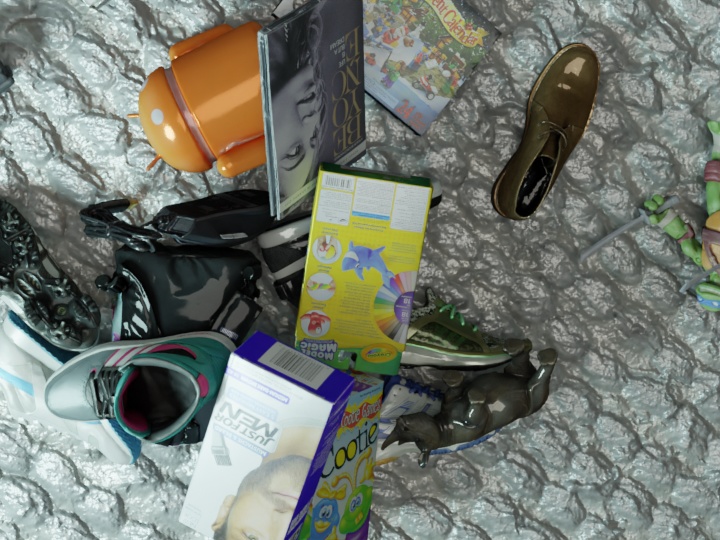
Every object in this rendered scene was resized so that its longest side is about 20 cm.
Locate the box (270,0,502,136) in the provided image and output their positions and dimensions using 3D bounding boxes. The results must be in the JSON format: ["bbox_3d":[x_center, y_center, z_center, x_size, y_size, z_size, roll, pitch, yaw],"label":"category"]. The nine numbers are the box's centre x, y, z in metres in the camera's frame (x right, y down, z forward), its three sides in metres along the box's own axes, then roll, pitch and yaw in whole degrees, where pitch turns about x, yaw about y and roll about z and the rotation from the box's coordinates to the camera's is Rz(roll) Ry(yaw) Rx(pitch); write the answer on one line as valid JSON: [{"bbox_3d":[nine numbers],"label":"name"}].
[{"bbox_3d":[0.027,-0.254,1.315,0.200,0.038,0.137,38,93,-11],"label":"box"}]

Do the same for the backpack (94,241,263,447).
[{"bbox_3d":[-0.176,0.076,1.298,0.166,0.127,0.201,4,100,4],"label":"backpack"}]

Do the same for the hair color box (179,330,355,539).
[{"bbox_3d":[-0.090,0.172,1.209,0.109,0.065,0.201,25,117,12],"label":"hair color box"}]

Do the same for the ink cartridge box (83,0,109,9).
[{"bbox_3d":[-0.266,-0.375,1.235,0.147,0.083,0.200,-37,101,0],"label":"ink cartridge box"}]

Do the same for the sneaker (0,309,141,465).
[{"bbox_3d":[-0.310,0.133,1.321,0.200,0.077,0.081,45,100,-5],"label":"sneaker"}]

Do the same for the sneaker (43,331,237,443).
[{"bbox_3d":[-0.219,0.116,1.186,0.199,0.121,0.084,-15,100,12],"label":"sneaker"}]

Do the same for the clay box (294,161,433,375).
[{"bbox_3d":[0.000,0.000,1.281,0.114,0.048,0.201,9,107,-4],"label":"clay box"}]

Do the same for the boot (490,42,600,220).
[{"bbox_3d":[0.204,-0.143,1.338,0.073,0.075,0.201,23,94,-8],"label":"boot"}]

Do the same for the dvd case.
[{"bbox_3d":[-0.043,-0.167,1.241,0.016,0.149,0.201,22,133,28],"label":"dvd case"}]

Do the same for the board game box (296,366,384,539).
[{"bbox_3d":[-0.054,0.203,1.310,0.105,0.103,0.201,-17,117,-50],"label":"board game box"}]

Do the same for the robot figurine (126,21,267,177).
[{"bbox_3d":[-0.134,-0.170,1.266,0.199,0.117,0.144,-26,100,1],"label":"robot figurine"}]

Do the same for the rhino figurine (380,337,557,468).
[{"bbox_3d":[0.110,0.142,1.305,0.199,0.060,0.088,-25,141,-13],"label":"rhino figurine"}]

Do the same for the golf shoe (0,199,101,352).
[{"bbox_3d":[-0.339,0.011,1.295,0.078,0.095,0.200,-38,76,-13],"label":"golf shoe"}]

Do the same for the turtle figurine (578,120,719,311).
[{"bbox_3d":[0.369,-0.060,1.338,0.199,0.144,0.195,17,93,-13],"label":"turtle figurine"}]

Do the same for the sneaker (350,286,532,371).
[{"bbox_3d":[0.090,0.061,1.362,0.199,0.077,0.089,3,82,-12],"label":"sneaker"}]

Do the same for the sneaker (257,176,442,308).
[{"bbox_3d":[0.001,-0.021,1.338,0.199,0.073,0.112,-17,105,3],"label":"sneaker"}]

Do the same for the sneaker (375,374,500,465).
[{"bbox_3d":[0.061,0.150,1.365,0.199,0.075,0.089,-12,100,-6],"label":"sneaker"}]

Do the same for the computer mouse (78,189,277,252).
[{"bbox_3d":[-0.183,-0.047,1.293,0.199,0.140,0.046,-18,115,-43],"label":"computer mouse"}]

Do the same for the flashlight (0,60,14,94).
[{"bbox_3d":[-0.439,-0.155,1.257,0.200,0.068,0.068,-37,97,-2],"label":"flashlight"}]
